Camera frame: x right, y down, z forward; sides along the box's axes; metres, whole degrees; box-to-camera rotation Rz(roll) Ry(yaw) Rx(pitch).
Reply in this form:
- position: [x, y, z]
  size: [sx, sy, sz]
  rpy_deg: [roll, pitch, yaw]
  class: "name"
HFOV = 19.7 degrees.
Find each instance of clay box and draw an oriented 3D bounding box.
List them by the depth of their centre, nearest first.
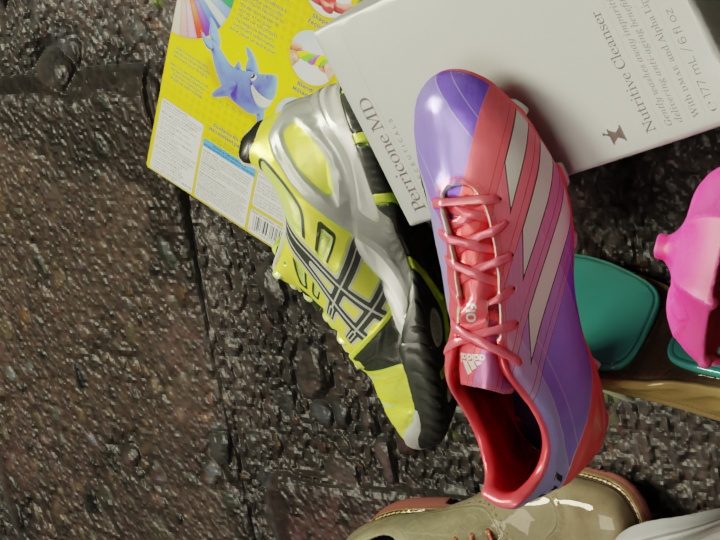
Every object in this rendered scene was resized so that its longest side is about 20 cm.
- position: [-0.043, -0.119, 1.085]
  size: [0.115, 0.048, 0.201]
  rpy_deg: [33, 125, 25]
  class: "clay box"

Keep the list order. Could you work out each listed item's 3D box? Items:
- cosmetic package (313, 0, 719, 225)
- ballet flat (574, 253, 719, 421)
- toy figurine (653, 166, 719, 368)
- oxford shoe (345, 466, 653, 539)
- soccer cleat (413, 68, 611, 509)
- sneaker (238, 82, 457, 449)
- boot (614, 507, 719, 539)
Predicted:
- position: [0.089, -0.104, 0.951]
  size: [0.200, 0.081, 0.113]
  rpy_deg: [-20, 102, 42]
  class: "cosmetic package"
- position: [0.147, 0.045, 0.987]
  size: [0.200, 0.069, 0.063]
  rpy_deg: [18, 148, 37]
  class: "ballet flat"
- position: [0.216, 0.018, 0.867]
  size: [0.184, 0.199, 0.151]
  rpy_deg: [47, 138, 41]
  class: "toy figurine"
- position: [0.064, 0.152, 1.090]
  size: [0.200, 0.075, 0.071]
  rpy_deg: [-20, 92, 42]
  class: "oxford shoe"
- position: [0.061, 0.010, 0.932]
  size: [0.067, 0.076, 0.201]
  rpy_deg: [-2, 114, 38]
  class: "soccer cleat"
- position: [0.000, 0.000, 1.061]
  size: [0.076, 0.075, 0.201]
  rpy_deg: [-11, 108, 19]
  class: "sneaker"
- position: [0.189, 0.152, 0.953]
  size: [0.200, 0.096, 0.074]
  rpy_deg: [-26, 116, 37]
  class: "boot"
